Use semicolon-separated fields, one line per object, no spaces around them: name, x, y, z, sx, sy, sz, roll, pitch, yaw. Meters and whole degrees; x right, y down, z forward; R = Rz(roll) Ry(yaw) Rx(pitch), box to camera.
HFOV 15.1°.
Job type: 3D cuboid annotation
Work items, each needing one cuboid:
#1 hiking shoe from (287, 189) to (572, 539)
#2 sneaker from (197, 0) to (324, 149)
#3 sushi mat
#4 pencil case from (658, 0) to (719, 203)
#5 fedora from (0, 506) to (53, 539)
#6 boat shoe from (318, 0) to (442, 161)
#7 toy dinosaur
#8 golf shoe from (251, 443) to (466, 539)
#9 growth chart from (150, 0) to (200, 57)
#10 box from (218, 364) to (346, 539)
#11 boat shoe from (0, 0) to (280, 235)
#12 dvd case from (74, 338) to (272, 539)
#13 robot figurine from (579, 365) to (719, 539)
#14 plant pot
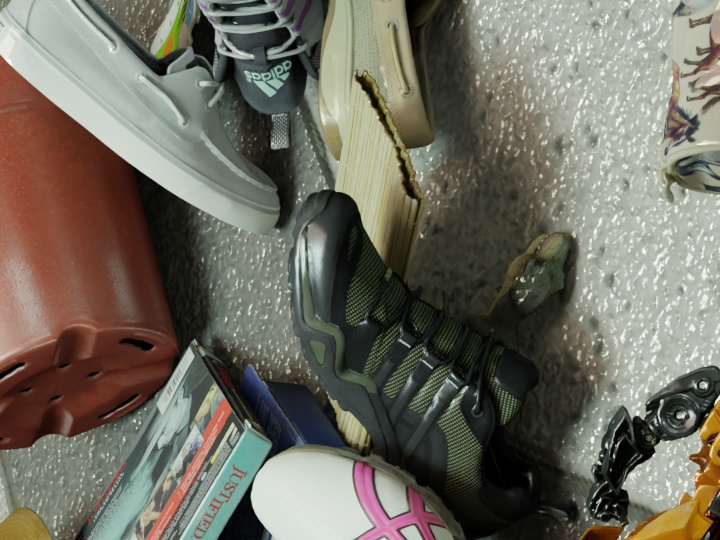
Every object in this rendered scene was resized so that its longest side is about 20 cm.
hiking shoe;0.035;0.042;1.332;0.100;0.201;0.076;-15;23;20
sneaker;-0.053;-0.131;1.490;0.077;0.200;0.141;1;107;12
sushi mat;0.000;0.000;1.414;0.201;0.012;0.096;101;156;-44
pencil case;0.174;-0.132;1.238;0.089;0.078;0.201;-3;80;27
fedora;-0.186;0.239;1.626;0.200;0.081;0.202;-38;46;54
boat shoe;0.017;-0.153;1.472;0.065;0.072;0.201;-5;63;16
toy dinosaur;0.043;0.059;1.405;0.088;0.047;0.201;38;116;42
golf shoe;0.017;0.156;1.286;0.200;0.092;0.073;38;127;22
growth chart;-0.103;-0.172;1.626;0.145;0.018;0.201;-111;39;-71
box;-0.037;0.141;1.466;0.200;0.032;0.122;-129;50;-62
boat shoe;-0.115;-0.098;1.541;0.069;0.200;0.072;-50;13;8
dvd case;-0.108;0.126;1.519;0.146;0.022;0.200;-60;17;4
robot figurine;0.149;0.141;1.190;0.145;0.058;0.201;32;99;9
plant pot;-0.207;-0.011;1.643;0.201;0.200;0.196;-43;60;40
